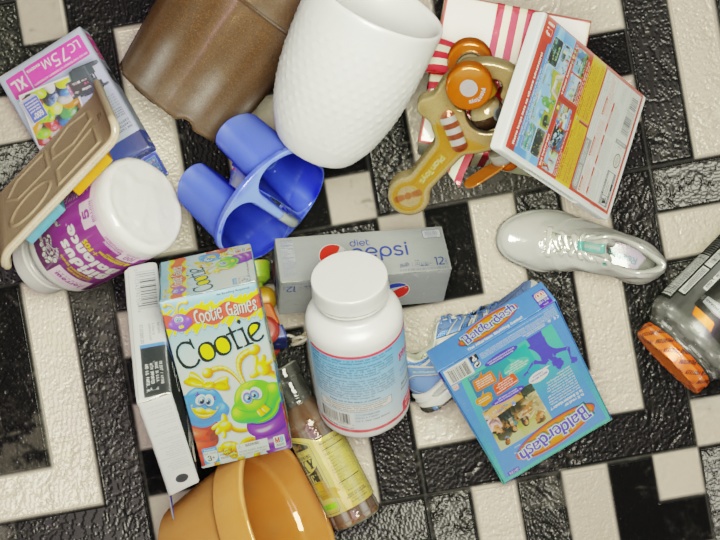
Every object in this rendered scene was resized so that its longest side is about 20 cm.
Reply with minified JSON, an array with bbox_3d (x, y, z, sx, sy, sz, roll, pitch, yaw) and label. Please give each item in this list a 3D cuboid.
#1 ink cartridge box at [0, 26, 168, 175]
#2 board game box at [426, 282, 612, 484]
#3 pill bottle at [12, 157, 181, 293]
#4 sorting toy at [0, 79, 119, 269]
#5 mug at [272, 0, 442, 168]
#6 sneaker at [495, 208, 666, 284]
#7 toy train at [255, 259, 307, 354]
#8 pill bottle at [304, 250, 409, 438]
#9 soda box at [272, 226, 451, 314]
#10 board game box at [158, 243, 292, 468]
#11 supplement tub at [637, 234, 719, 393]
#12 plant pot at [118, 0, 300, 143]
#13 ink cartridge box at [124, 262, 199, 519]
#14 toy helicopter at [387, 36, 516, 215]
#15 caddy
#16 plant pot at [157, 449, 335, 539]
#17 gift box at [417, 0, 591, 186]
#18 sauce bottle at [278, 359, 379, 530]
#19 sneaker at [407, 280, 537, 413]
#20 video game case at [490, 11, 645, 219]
[{"bbox_3d":[-0.328,-0.172,1.371,0.119,0.042,0.201,-31,91,2],"label":"ink cartridge box"},{"bbox_3d":[0.182,0.131,1.306,0.151,0.045,0.201,-30,123,0],"label":"board game box"},{"bbox_3d":[-0.303,-0.042,1.298,0.199,0.112,0.113,-23,89,38],"label":"pill bottle"},{"bbox_3d":[-0.333,-0.107,1.274,0.036,0.185,0.200,38,96,-28],"label":"sorting toy"},{"bbox_3d":[-0.010,-0.215,1.228,0.147,0.200,0.176,27,120,0],"label":"mug"},{"bbox_3d":[0.257,-0.028,1.331,0.198,0.088,0.076,9,92,2],"label":"sneaker"},{"bbox_3d":[-0.113,0.039,1.354,0.198,0.085,0.117,-7,73,-5],"label":"toy train"},{"bbox_3d":[-0.004,0.081,1.267,0.107,0.109,0.201,-5,132,1],"label":"pill bottle"},{"bbox_3d":[0.000,0.000,1.321,0.198,0.069,0.064,-5,55,-9],"label":"soda box"},{"bbox_3d":[-0.144,0.091,1.240,0.102,0.105,0.202,-12,115,-4],"label":"board game box"},{"bbox_3d":[0.418,0.036,1.311,0.123,0.123,0.200,45,92,1],"label":"supplement tub"},{"bbox_3d":[-0.156,-0.263,1.299,0.200,0.200,0.199,36,99,1],"label":"plant pot"},{"bbox_3d":[-0.213,0.131,1.254,0.043,0.199,0.201,-11,134,-7],"label":"ink cartridge box"},{"bbox_3d":[0.104,-0.129,1.190,0.132,0.079,0.200,33,119,-15],"label":"toy helicopter"},{"bbox_3d":[-0.113,-0.085,1.292,0.105,0.200,0.142,40,94,16],"label":"caddy"},{"bbox_3d":[-0.133,0.308,1.301,0.139,0.200,0.202,-27,90,17],"label":"plant pot"},{"bbox_3d":[0.159,-0.185,1.285,0.182,0.187,0.203,6,89,2],"label":"gift box"},{"bbox_3d":[-0.048,0.203,1.353,0.064,0.065,0.201,-27,88,1],"label":"sauce bottle"},{"bbox_3d":[0.129,0.076,1.341,0.200,0.076,0.077,-41,94,0],"label":"sneaker"},{"bbox_3d":[0.216,-0.153,1.177,0.199,0.017,0.144,25,81,-43],"label":"video game case"}]
